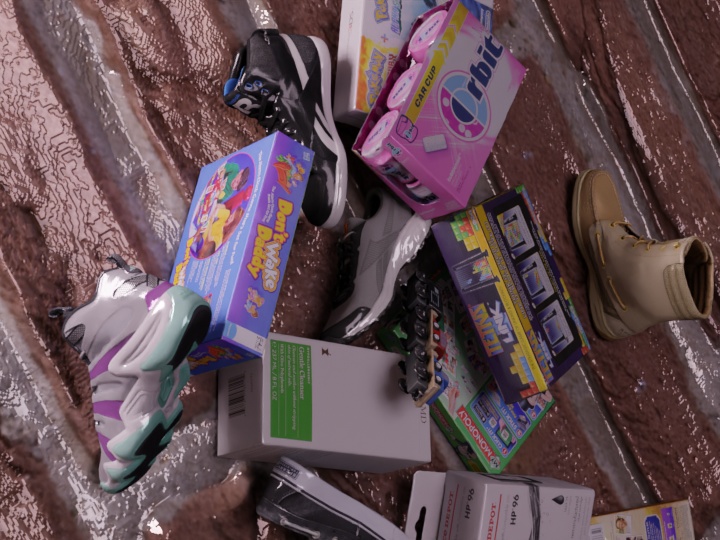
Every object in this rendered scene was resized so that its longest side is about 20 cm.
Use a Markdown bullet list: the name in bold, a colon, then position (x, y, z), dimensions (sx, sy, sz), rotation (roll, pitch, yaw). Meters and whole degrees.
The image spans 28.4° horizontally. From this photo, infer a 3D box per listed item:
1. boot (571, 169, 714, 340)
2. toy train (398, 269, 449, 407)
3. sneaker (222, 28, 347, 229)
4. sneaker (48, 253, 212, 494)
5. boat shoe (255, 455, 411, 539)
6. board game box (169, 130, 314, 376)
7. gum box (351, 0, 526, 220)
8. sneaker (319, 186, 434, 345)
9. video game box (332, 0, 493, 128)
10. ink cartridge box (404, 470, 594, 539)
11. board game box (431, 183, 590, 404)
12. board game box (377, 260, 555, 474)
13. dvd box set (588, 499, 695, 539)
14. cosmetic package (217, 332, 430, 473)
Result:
- **boot**: position (0.322, -0.031, 1.620), dimensions (0.072, 0.155, 0.203), rotation (-1, 80, -38)
- **toy train**: position (0.062, 0.067, 1.381), dimensions (0.046, 0.034, 0.201), rotation (36, 27, -18)
- **sneaker**: position (-0.081, -0.138, 1.389), dimensions (0.111, 0.073, 0.203), rotation (4, 69, -34)
- **sneaker**: position (-0.217, 0.080, 1.218), dimensions (0.202, 0.139, 0.078), rotation (-66, 163, 18)
- **boat shoe**: position (-0.022, 0.245, 1.333), dimensions (0.199, 0.073, 0.069), rotation (40, 77, -45)
- **board game box**: position (-0.118, -0.012, 1.283), dimensions (0.044, 0.134, 0.202), rotation (27, 65, -30)
- **gum box**: position (0.079, -0.159, 1.438), dimensions (0.113, 0.066, 0.202), rotation (40, 58, -24)
- **sneaker**: position (0.000, 0.000, 1.421), dimensions (0.079, 0.074, 0.201), rotation (38, 52, -14)
- **video game box**: position (0.060, -0.233, 1.512), dimensions (0.180, 0.047, 0.203), rotation (14, 71, -32)
- **ink cartridge box**: position (0.140, 0.269, 1.446), dimensions (0.198, 0.067, 0.118), rotation (9, 89, -36)
- **board game box**: position (0.163, 0.021, 1.506), dimensions (0.165, 0.056, 0.202), rotation (-24, 92, -61)
- **board game box**: position (0.116, 0.104, 1.507), dimensions (0.135, 0.029, 0.201), rotation (-44, 107, -35)
- **dvd box set**: position (0.309, 0.343, 1.601), dimensions (0.198, 0.029, 0.149), rotation (-2, 81, -39)
- **cosmetic package**: position (-0.033, 0.129, 1.349), dimensions (0.198, 0.084, 0.109), rotation (9, 70, -36)
